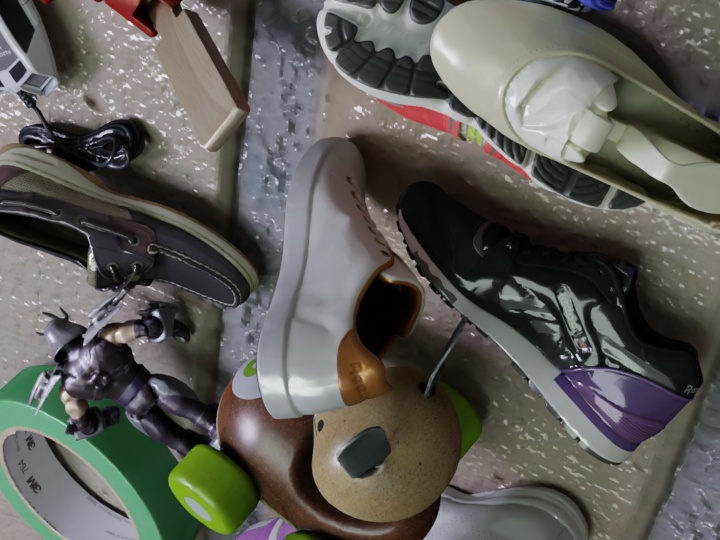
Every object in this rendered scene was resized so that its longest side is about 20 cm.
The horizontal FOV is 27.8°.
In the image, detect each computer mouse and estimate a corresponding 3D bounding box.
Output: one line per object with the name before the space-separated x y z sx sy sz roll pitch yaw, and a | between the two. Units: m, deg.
computer mouse | -0.228 -0.150 0.969 0.109 0.044 0.200 -4 125 43

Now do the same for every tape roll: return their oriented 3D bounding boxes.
tape roll | -0.224 0.169 1.184 0.200 0.048 0.201 24 139 22

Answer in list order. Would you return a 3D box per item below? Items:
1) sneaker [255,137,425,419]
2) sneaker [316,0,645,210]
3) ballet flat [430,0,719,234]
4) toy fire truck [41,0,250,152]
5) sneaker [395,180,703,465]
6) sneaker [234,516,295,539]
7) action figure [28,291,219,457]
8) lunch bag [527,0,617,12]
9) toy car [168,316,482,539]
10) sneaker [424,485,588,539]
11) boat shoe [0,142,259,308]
sneaker | 0.000 0.000 0.823 0.084 0.200 0.073 -7 137 15
sneaker | 0.070 -0.097 0.776 0.200 0.077 0.085 28 178 -4
ballet flat | 0.126 -0.069 0.704 0.200 0.070 0.069 24 139 -15
toy fire truck | -0.115 -0.186 0.813 0.200 0.129 0.176 38 137 -10
sneaker | 0.111 0.009 0.833 0.200 0.076 0.088 46 113 3
sneaker | -0.074 0.268 1.058 0.114 0.201 0.073 -12 131 36
action figure | -0.154 0.093 1.061 0.200 0.069 0.130 38 119 -7
lunch bag | 0.037 -0.210 0.675 0.170 0.124 0.200 16 146 26
toy car | -0.002 0.091 0.855 0.158 0.164 0.200 41 155 3
sneaker | 0.053 0.195 0.986 0.200 0.089 0.075 -17 112 43
boat shoe | -0.167 -0.017 0.981 0.200 0.065 0.072 26 152 0
